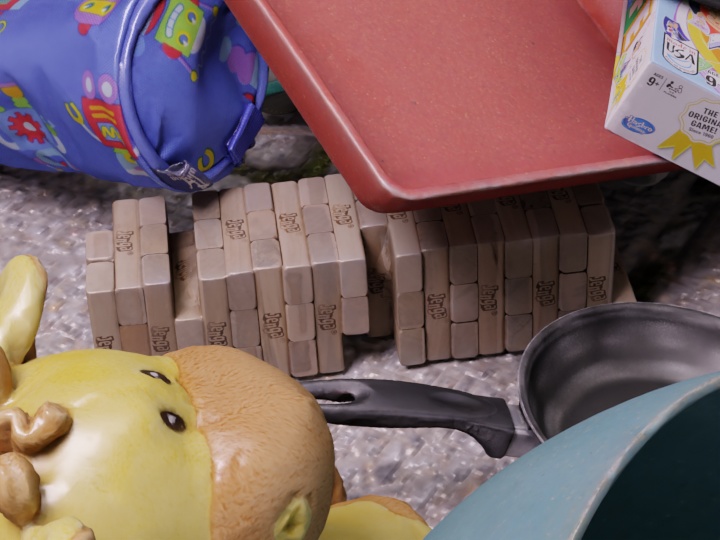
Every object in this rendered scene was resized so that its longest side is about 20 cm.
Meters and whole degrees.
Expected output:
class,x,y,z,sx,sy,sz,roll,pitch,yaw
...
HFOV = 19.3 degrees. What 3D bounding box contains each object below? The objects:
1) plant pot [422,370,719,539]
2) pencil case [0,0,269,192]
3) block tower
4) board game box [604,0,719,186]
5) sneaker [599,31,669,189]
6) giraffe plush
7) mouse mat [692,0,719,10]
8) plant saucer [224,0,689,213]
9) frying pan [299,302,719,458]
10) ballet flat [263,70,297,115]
class,x,y,z,sx,sy,sz,roll,pitch,yaw
plant pot,0.067,0.131,0.533,0.134,0.201,0.200,-13,22,50
pencil case,-0.117,-0.072,0.821,0.199,0.087,0.078,5,51,46
block tower,0.000,0.000,0.780,0.198,0.058,0.054,-6,39,-4
board game box,0.189,-0.058,0.780,0.199,0.034,0.135,25,39,-9
sneaker,0.126,-0.075,0.859,0.198,0.078,0.100,-14,48,-1
giraffe plush,-0.061,0.083,0.597,0.199,0.163,0.172,-31,46,-30
mouse mat,0.137,-0.144,0.802,0.198,0.008,0.162,16,42,-21
plant saucer,0.029,-0.098,0.770,0.199,0.037,0.200,-10,56,-39
frying pan,0.077,0.060,0.694,0.189,0.031,0.115,-15,43,-31
ballet flat,-0.016,-0.139,0.951,0.063,0.068,0.201,-21,28,29
